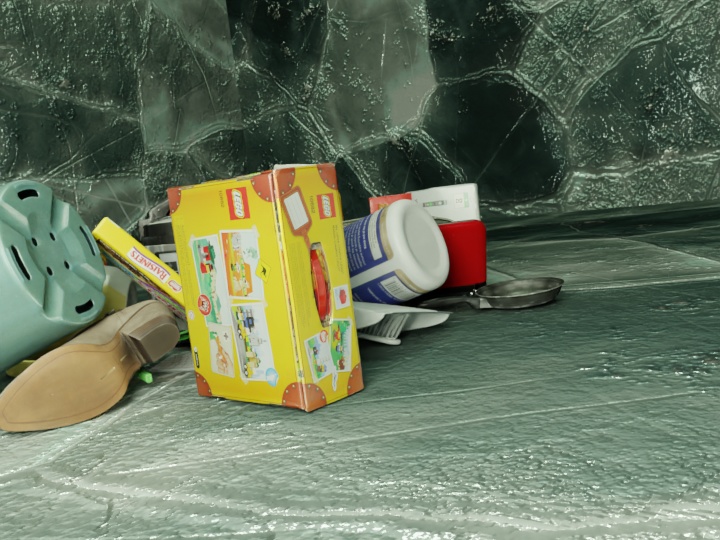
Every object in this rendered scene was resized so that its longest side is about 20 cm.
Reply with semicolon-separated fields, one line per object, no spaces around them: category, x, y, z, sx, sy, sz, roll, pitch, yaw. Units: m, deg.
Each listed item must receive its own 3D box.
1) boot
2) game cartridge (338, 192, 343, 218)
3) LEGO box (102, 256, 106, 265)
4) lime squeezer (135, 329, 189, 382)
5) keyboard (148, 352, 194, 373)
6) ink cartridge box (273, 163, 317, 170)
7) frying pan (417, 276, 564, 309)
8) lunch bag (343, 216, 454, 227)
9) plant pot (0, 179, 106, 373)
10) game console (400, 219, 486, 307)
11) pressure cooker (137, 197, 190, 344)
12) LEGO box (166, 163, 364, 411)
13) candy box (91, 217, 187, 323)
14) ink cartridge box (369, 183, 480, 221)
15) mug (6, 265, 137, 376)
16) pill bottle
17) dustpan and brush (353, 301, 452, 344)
boot;-0.269;0.089;0.763;0.200;0.070;0.146;-25;14;-31
game cartridge;-0.112;-0.038;1.326;0.200;0.177;0.032;-2;8;33
LEGO box;-0.477;0.033;1.139;0.200;0.149;0.077;-6;6;8
lime squeezer;-0.243;0.099;0.879;0.070;0.038;0.200;11;9;-1
keyboard;-0.134;0.098;0.861;0.200;0.011;0.056;-6;6;17
ink cartridge box;-0.078;-0.007;0.808;0.067;0.200;0.116;-14;13;-29
frying pan;0.179;0.035;0.987;0.190;0.031;0.115;-16;10;-38
lunch bag;0.080;-0.033;1.258;0.200;0.118;0.164;-8;-6;14
plant pot;-0.370;0.018;0.746;0.196;0.201;0.200;-24;2;14
game console;0.074;-0.009;1.110;0.200;0.119;0.172;-6;6;1
pressure cooker;-0.209;-0.010;1.058;0.178;0.200;0.176;-1;5;44
LEGO box;-0.087;0.013;0.696;0.149;0.200;0.077;-1;9;41
candy box;-0.214;0.020;0.862;0.026;0.200;0.102;-53;16;-16
ink cartridge box;0.117;-0.065;1.393;0.200;0.161;0.050;-6;3;11
mug;-0.373;0.068;0.999;0.153;0.187;0.149;1;-28;-7
pill bottle;0.000;0.000;0.968;0.200;0.116;0.116;-24;-4;32
dustpan and brush;-0.013;0.065;0.893;0.200;0.057;0.139;5;1;36
